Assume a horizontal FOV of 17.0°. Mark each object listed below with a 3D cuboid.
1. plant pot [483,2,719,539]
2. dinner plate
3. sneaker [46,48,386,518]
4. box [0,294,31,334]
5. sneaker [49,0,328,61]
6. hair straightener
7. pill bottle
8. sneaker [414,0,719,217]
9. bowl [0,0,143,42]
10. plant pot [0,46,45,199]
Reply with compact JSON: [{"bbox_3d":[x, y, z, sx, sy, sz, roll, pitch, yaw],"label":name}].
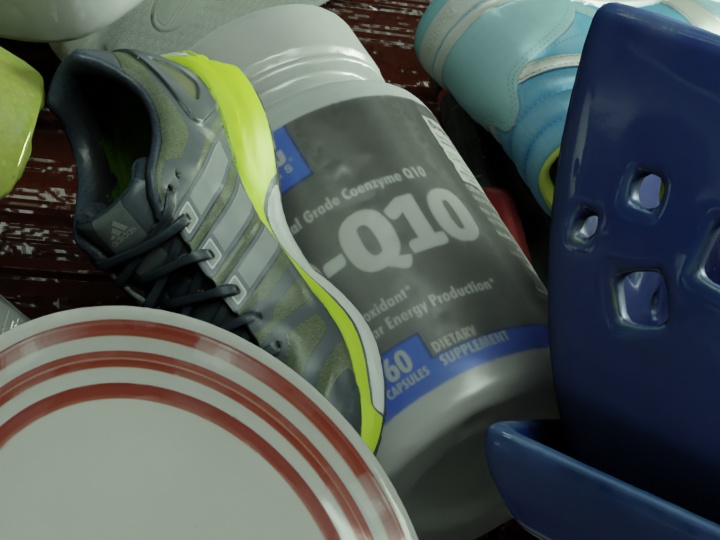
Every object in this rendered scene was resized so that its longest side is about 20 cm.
[{"bbox_3d":[0.168,0.032,0.813,0.200,0.180,0.200,23,7,26],"label":"plant pot"},{"bbox_3d":[-0.061,0.107,0.741,0.200,0.024,0.201,16,59,-29],"label":"dinner plate"},{"bbox_3d":[-0.059,0.003,0.848,0.081,0.074,0.200,12,44,-51],"label":"sneaker"},{"bbox_3d":[-0.107,0.124,0.765,0.158,0.050,0.200,43,38,-30],"label":"box"},{"bbox_3d":[-0.083,-0.148,1.062,0.099,0.071,0.200,41,44,22],"label":"sneaker"},{"bbox_3d":[0.070,-0.026,1.043,0.077,0.041,0.200,18,37,-33],"label":"hair straightener"},{"bbox_3d":[0.000,0.000,0.927,0.113,0.114,0.200,-13,56,-31],"label":"pill bottle"},{"bbox_3d":[0.127,-0.063,1.038,0.199,0.080,0.131,-3,48,-37],"label":"sneaker"},{"bbox_3d":[-0.145,-0.189,1.013,0.199,0.075,0.200,16,44,28],"label":"bowl"},{"bbox_3d":[-0.219,-0.049,0.847,0.184,0.200,0.201,24,44,-15],"label":"plant pot"}]
